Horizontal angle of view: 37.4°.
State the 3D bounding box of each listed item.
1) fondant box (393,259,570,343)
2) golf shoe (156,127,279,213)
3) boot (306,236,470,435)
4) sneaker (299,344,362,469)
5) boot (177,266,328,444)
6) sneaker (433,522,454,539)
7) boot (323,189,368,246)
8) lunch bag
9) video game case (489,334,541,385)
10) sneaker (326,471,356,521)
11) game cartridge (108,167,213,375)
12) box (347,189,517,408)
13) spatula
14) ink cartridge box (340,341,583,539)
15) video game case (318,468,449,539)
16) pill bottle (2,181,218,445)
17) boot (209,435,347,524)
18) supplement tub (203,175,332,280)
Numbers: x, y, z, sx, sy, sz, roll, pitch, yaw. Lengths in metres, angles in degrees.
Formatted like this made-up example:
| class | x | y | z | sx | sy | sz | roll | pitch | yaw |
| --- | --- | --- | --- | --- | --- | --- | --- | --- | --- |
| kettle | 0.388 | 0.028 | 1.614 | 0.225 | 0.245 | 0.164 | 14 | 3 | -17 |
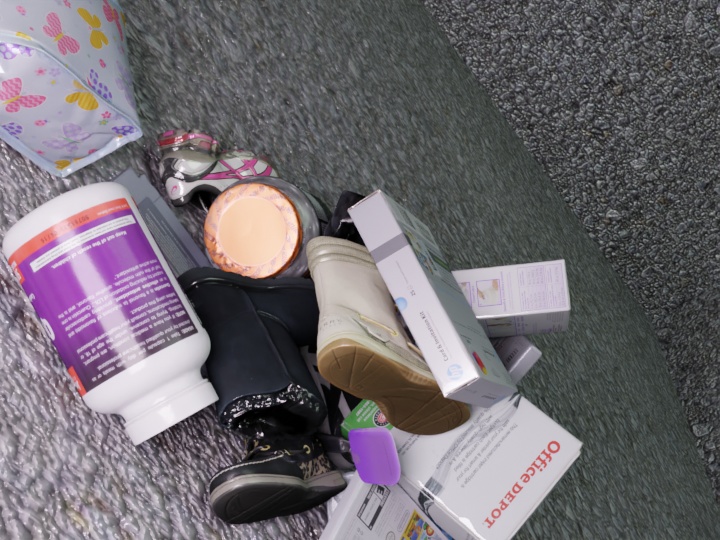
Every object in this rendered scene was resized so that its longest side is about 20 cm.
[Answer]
| class | x | y | z | sx | sy | sz | roll | pitch | yaw |
| --- | --- | --- | --- | --- | --- | --- | --- | --- | --- |
| fondant box | 0.126 | 0.039 | 1.167 | 0.144 | 0.200 | 0.058 | 52 | 32 | -75 |
| golf shoe | -0.161 | -0.097 | 1.214 | 0.200 | 0.073 | 0.092 | 11 | 72 | -59 |
| boot | 0.026 | 0.063 | 1.020 | 0.200 | 0.072 | 0.155 | 35 | 30 | -39 |
| sneaker | 0.002 | 0.119 | 1.222 | 0.073 | 0.112 | 0.200 | 36 | 31 | -50 |
| boot | -0.071 | 0.084 | 0.982 | 0.200 | 0.076 | 0.168 | 13 | 37 | -44 |
| sneaker | 0.082 | 0.283 | 1.241 | 0.066 | 0.078 | 0.200 | 17 | 45 | -59 |
| boot | 0.000 | -0.001 | 1.163 | 0.200 | 0.066 | 0.165 | -21 | 115 | -85 |
| lunch bag | -0.299 | -0.207 | 0.942 | 0.200 | 0.127 | 0.170 | 45 | 25 | -58 |
| video game case | 0.123 | 0.144 | 1.284 | 0.022 | 0.200 | 0.182 | 37 | 6 | -15 |
| sneaker | 0.023 | 0.300 | 1.111 | 0.071 | 0.073 | 0.200 | -49 | 113 | -88 |
| game cartridge | -0.193 | 0.002 | 1.034 | 0.200 | 0.040 | 0.133 | 55 | 17 | -13 |
| box | 0.072 | 0.031 | 1.018 | 0.200 | 0.041 | 0.156 | 61 | 13 | 19 |
| spatula | -0.015 | 0.177 | 1.057 | 0.200 | 0.021 | 0.057 | -7 | -82 | 65 |
| ink cartridge box | 0.102 | 0.179 | 1.085 | 0.200 | 0.147 | 0.083 | 39 | -19 | 19 |
| video game case | 0.023 | 0.314 | 1.020 | 0.182 | 0.023 | 0.200 | 49 | 44 | -17 |
| pill bottle | -0.197 | 0.036 | 0.864 | 0.200 | 0.112 | 0.112 | 61 | 20 | 3 |
| boot | -0.100 | 0.153 | 1.002 | 0.204 | 0.073 | 0.154 | 21 | 40 | -63 |
| supplement tub | -0.094 | -0.035 | 1.134 | 0.123 | 0.123 | 0.200 | 62 | 7 | 5 |
